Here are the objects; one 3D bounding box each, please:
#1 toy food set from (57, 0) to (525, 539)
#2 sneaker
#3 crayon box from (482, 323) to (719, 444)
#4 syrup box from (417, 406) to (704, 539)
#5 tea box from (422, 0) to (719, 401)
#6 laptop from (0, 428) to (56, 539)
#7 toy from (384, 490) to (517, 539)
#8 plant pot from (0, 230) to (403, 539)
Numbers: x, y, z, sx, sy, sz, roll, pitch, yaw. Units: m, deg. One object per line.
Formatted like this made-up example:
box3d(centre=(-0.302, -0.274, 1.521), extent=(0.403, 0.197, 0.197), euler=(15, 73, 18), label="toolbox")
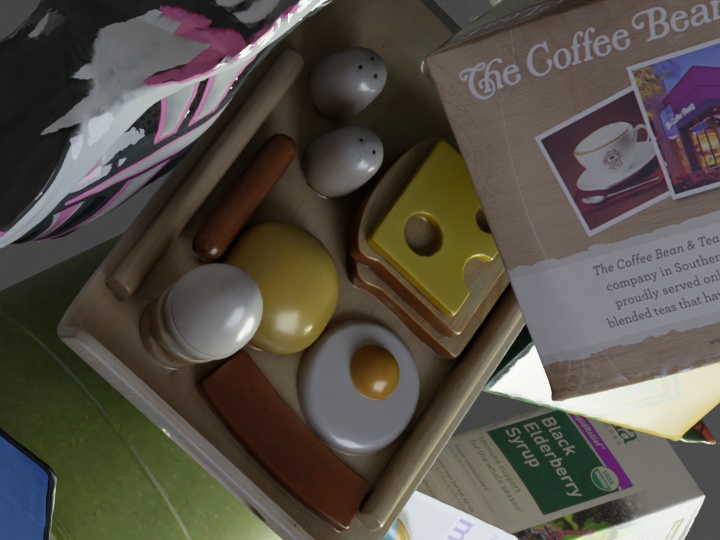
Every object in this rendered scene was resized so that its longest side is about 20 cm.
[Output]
box3d(centre=(0.000, 0.000, 1.020), extent=(0.200, 0.143, 0.060), euler=(-54, -166, -28), label="toy food set")
box3d(centre=(-0.071, -0.079, 0.991), extent=(0.200, 0.081, 0.086), euler=(-34, 164, 18), label="sneaker")
box3d(centre=(0.086, 0.001, 1.202), extent=(0.051, 0.127, 0.200), euler=(-43, 151, 19), label="crayon box")
box3d(centre=(0.064, 0.130, 1.423), extent=(0.199, 0.079, 0.082), euler=(-15, 146, -30), label="syrup box")
box3d(centre=(0.160, -0.067, 0.991), extent=(0.199, 0.134, 0.197), euler=(-16, -169, 29), label="tea box")
box3d(centre=(-0.223, 0.094, 1.007), extent=(0.199, 0.116, 0.188), euler=(-9, 144, -18), label="laptop")
box3d(centre=(-0.033, 0.139, 1.280), extent=(0.199, 0.047, 0.115), euler=(27, 109, -25), label="toy")
box3d(centre=(-0.066, 0.057, 1.096), extent=(0.190, 0.200, 0.200), euler=(-35, 154, -21), label="plant pot")
